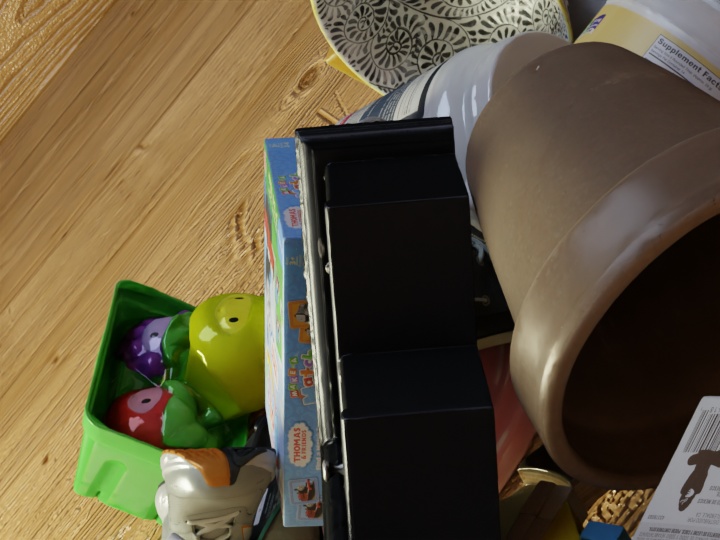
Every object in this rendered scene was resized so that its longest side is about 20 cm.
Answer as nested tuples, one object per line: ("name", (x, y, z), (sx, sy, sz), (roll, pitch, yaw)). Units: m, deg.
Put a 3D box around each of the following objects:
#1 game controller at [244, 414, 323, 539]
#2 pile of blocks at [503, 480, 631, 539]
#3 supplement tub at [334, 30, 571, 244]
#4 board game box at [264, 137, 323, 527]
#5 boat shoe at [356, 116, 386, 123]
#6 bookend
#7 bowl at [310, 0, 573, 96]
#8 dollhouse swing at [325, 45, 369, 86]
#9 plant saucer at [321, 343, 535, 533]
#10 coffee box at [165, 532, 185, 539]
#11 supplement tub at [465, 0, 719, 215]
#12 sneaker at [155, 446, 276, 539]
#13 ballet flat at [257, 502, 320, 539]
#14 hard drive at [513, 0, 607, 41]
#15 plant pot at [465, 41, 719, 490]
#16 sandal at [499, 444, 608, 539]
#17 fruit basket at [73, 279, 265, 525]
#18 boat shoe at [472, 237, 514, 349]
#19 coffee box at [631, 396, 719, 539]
("game controller", (-0.058, 0.171, 1.291), (0.104, 0.042, 0.201), (-20, 35, 28))
("pile of blocks", (0.122, 0.185, 0.881), (0.082, 0.062, 0.201), (-24, 33, 14))
("supplement tub", (0.072, -0.074, 1.271), (0.199, 0.140, 0.141), (-23, 34, 49))
("board game box", (-0.040, 0.037, 1.153), (0.152, 0.036, 0.202), (-106, 14, -63))
("boat shoe", (0.000, 0.000, 1.180), (0.071, 0.072, 0.202), (-31, 53, 53))
("bookend", (0.018, 0.044, 0.947), (0.091, 0.201, 0.200), (-4, 20, -1))
("bowl", (0.071, -0.208, 1.304), (0.200, 0.200, 0.095), (-25, 31, 48))
("dollhouse swing", (0.088, -0.263, 1.525), (0.199, 0.181, 0.177), (-34, 47, 36))
("plant saucer", (0.037, 0.103, 1.181), (0.200, 0.051, 0.201), (-42, 24, 23))
("coffee box", (-0.046, 0.281, 0.856), (0.201, 0.199, 0.197), (-54, 22, -10))
("supplement tub", (0.172, -0.078, 1.072), (0.200, 0.145, 0.145), (-51, 22, -1))
("sneaker", (-0.093, 0.169, 1.159), (0.200, 0.075, 0.093), (111, 158, -70))
("ballet flat", (-0.056, 0.238, 1.148), (0.063, 0.068, 0.201), (15, 65, 28))
("hard drive", (0.149, -0.174, 1.331), (0.199, 0.026, 0.133), (-15, 80, 58))
("plant pot", (0.139, -0.019, 0.906), (0.200, 0.200, 0.175), (-46, 47, 12))
("sandal", (0.076, 0.167, 0.992), (0.211, 0.070, 0.077), (-33, 19, -18))
("fruit basket", (-0.133, 0.079, 1.452), (0.217, 0.154, 0.216), (-60, 15, 27))
("boat shoe", (0.068, 0.011, 1.122), (0.071, 0.199, 0.068), (14, 109, 44))
("coffee box", (0.160, 0.166, 0.752), (0.080, 0.114, 0.201), (-7, 49, 60))
